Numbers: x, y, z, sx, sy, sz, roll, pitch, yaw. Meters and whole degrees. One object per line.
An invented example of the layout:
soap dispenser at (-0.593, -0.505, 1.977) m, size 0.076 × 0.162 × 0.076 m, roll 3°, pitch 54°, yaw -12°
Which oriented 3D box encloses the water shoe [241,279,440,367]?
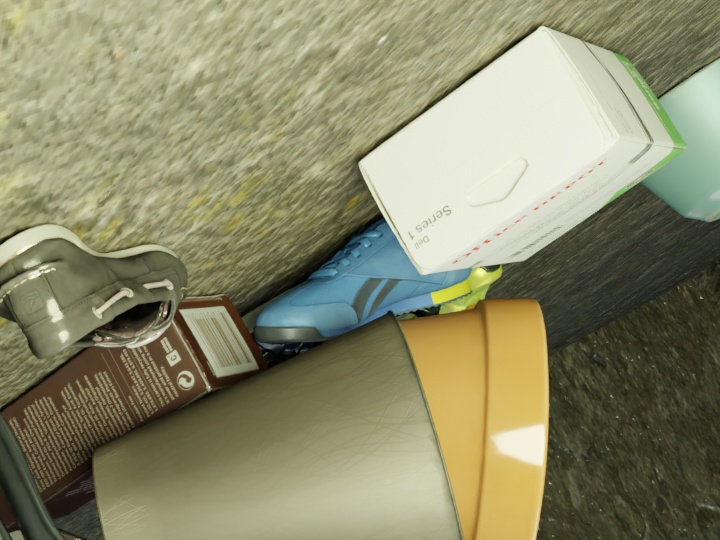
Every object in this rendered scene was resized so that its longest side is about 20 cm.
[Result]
water shoe at (-0.028, 0.048, 1.069) m, size 0.199 × 0.079 × 0.072 m, roll -30°, pitch 169°, yaw -2°

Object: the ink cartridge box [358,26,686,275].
ink cartridge box at (0.108, -0.072, 0.870) m, size 0.146 × 0.085 × 0.200 m, roll -35°, pitch 168°, yaw 21°

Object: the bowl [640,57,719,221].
bowl at (0.331, -0.117, 1.230) m, size 0.199 × 0.106 × 0.201 m, roll -29°, pitch 170°, yaw -5°

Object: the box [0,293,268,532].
box at (-0.169, 0.097, 0.930) m, size 0.199 × 0.075 × 0.100 m, roll -36°, pitch 169°, yaw 17°

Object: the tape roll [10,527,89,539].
tape roll at (-0.237, 0.251, 1.166) m, size 0.203 × 0.201 × 0.037 m, roll 93°, pitch 19°, yaw -78°

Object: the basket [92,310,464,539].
basket at (-0.052, 0.135, 0.836) m, size 0.198 × 0.182 × 0.136 m, roll -14°, pitch 161°, yaw -5°

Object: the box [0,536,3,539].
box at (-0.281, 0.177, 0.745) m, size 0.199 × 0.161 × 0.044 m, roll -34°, pitch 170°, yaw 21°

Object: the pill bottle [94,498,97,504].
pill bottle at (-0.131, 0.157, 1.188) m, size 0.199 × 0.117 × 0.116 m, roll -29°, pitch 170°, yaw -8°

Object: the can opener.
can opener at (-0.192, 0.153, 0.774) m, size 0.063 × 0.201 × 0.079 m, roll -29°, pitch 163°, yaw -31°

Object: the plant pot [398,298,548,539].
plant pot at (0.053, 0.115, 0.996) m, size 0.138 × 0.202 × 0.200 m, roll 5°, pitch 166°, yaw -2°

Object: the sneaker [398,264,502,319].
sneaker at (0.088, 0.051, 1.374) m, size 0.078 × 0.091 × 0.200 m, roll -20°, pitch 164°, yaw -38°

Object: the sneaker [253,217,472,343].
sneaker at (0.000, 0.000, 0.986) m, size 0.199 × 0.079 × 0.066 m, roll -18°, pitch -166°, yaw -39°

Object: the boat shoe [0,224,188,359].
boat shoe at (-0.133, 0.022, 0.713) m, size 0.067 × 0.057 × 0.200 m, roll -32°, pitch 169°, yaw 9°
